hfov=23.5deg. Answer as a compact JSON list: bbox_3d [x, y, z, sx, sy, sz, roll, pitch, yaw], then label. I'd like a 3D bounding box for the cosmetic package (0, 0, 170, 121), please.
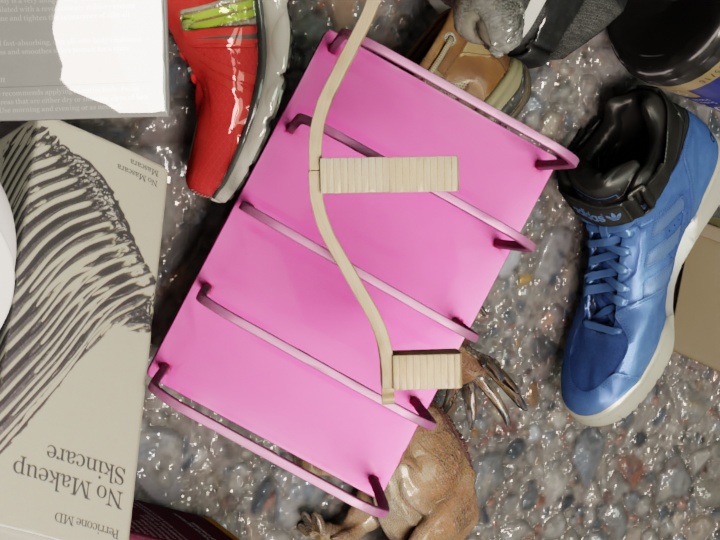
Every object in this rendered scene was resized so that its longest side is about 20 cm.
[{"bbox_3d":[-0.140,-0.172,0.782,0.106,0.090,0.202,-1,103,-9],"label":"cosmetic package"}]

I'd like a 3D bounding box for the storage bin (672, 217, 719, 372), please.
[{"bbox_3d":[0.333,0.037,1.108,0.197,0.199,0.095,2,104,-34],"label":"storage bin"}]

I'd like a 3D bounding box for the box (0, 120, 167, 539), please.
[{"bbox_3d":[-0.147,0.037,0.807,0.082,0.068,0.202,21,59,-37],"label":"box"}]

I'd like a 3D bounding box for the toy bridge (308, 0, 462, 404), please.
[{"bbox_3d":[0.010,-0.041,0.763,0.066,0.027,0.202,-1,92,-2],"label":"toy bridge"}]

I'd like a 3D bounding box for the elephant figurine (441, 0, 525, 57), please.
[{"bbox_3d":[0.060,-0.202,0.855,0.140,0.199,0.157,-12,110,-30],"label":"elephant figurine"}]

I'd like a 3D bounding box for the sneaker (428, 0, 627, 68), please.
[{"bbox_3d":[0.125,-0.211,0.982,0.111,0.073,0.201,29,95,-39],"label":"sneaker"}]

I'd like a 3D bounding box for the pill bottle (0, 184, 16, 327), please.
[{"bbox_3d":[-0.213,-0.017,0.721,0.110,0.199,0.112,-10,109,-32],"label":"pill bottle"}]

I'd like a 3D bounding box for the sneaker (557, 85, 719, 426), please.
[{"bbox_3d":[0.150,-0.014,1.043,0.111,0.076,0.201,33,80,-42],"label":"sneaker"}]

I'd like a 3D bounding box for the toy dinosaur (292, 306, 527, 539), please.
[{"bbox_3d":[0.038,0.113,1.006,0.135,0.085,0.202,-24,121,-34],"label":"toy dinosaur"}]

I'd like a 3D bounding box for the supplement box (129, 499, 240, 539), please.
[{"bbox_3d":[-0.154,0.171,0.884,0.199,0.085,0.111,22,91,-36],"label":"supplement box"}]

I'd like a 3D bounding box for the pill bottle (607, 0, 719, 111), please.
[{"bbox_3d":[0.255,-0.143,1.058,0.199,0.112,0.113,16,94,-36],"label":"pill bottle"}]

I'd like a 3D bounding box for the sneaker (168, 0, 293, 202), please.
[{"bbox_3d":[-0.079,-0.136,0.872,0.084,0.077,0.202,4,101,-14],"label":"sneaker"}]

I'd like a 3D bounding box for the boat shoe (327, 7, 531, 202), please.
[{"bbox_3d":[0.002,-0.060,0.938,0.200,0.076,0.074,-45,107,-8],"label":"boat shoe"}]

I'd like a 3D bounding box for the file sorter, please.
[{"bbox_3d":[0.000,0.000,0.841,0.138,0.125,0.201,28,90,-5],"label":"file sorter"}]
